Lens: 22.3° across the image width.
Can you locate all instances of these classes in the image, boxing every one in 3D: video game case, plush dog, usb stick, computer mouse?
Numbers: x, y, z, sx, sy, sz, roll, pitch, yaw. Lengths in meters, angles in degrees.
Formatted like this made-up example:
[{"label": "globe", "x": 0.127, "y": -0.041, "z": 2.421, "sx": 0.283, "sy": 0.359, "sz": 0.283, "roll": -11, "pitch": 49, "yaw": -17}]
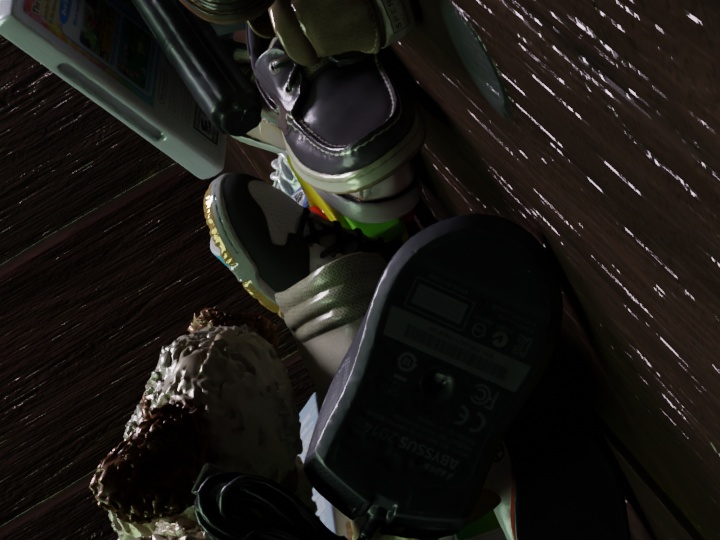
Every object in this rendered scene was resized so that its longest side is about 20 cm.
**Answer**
[{"label": "video game case", "x": -0.148, "y": -0.181, "z": 1.159, "sx": 0.182, "sy": 0.024, "sz": 0.201, "roll": 36, "pitch": -138, "yaw": -39}, {"label": "plush dog", "x": -0.072, "y": 0.113, "z": 0.942, "sx": 0.200, "sy": 0.160, "sz": 0.172, "roll": -71, "pitch": -19, "yaw": -60}, {"label": "usb stick", "x": -0.119, "y": -0.163, "z": 1.075, "sx": 0.200, "sy": 0.033, "sz": 0.055, "roll": 56, "pitch": -179, "yaw": 16}, {"label": "computer mouse", "x": 0.021, "y": 0.062, "z": 0.860, "sx": 0.138, "sy": 0.201, "sz": 0.053, "roll": 29, "pitch": -173, "yaw": -4}]

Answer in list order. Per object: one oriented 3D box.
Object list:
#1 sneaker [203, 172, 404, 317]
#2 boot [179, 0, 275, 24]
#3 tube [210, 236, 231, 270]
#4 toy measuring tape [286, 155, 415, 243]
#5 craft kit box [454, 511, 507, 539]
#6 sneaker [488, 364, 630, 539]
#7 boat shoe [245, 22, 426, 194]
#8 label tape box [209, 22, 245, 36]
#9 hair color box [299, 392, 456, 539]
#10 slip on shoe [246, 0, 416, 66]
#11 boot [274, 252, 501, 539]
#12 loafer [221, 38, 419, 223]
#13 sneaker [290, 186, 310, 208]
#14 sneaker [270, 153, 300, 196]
[{"label": "sneaker", "x": 0.000, "y": 0.000, "z": 1.072, "sx": 0.200, "sy": 0.088, "sz": 0.076, "roll": 41, "pitch": -145, "yaw": -20}, {"label": "boot", "x": -0.082, "y": -0.210, "z": 0.807, "sx": 0.097, "sy": 0.074, "sz": 0.201, "roll": 82, "pitch": 171, "yaw": -64}, {"label": "tube", "x": -0.016, "y": 0.031, "z": 1.196, "sx": 0.200, "sy": 0.050, "sz": 0.078, "roll": 46, "pitch": -158, "yaw": -30}, {"label": "toy measuring tape", "x": -0.022, "y": -0.060, "z": 1.166, "sx": 0.200, "sy": 0.073, "sz": 0.074, "roll": 52, "pitch": 172, "yaw": 29}, {"label": "craft kit box", "x": 0.085, "y": 0.163, "z": 1.194, "sx": 0.200, "sy": 0.048, "sz": 0.198, "roll": -99, "pitch": -13, "yaw": -66}, {"label": "sneaker", "x": 0.084, "y": 0.086, "z": 1.010, "sx": 0.202, "sy": 0.067, "sz": 0.108, "roll": 65, "pitch": 175, "yaw": -13}, {"label": "boat shoe", "x": -0.023, "y": -0.104, "z": 0.962, "sx": 0.065, "sy": 0.072, "sz": 0.200, "roll": 57, "pitch": -177, "yaw": -31}, {"label": "label tape box", "x": -0.104, "y": -0.222, "z": 1.110, "sx": 0.144, "sy": 0.066, "sz": 0.200, "roll": 57, "pitch": 173, "yaw": 25}, {"label": "hair color box", "x": 0.006, "y": 0.170, "z": 1.125, "sx": 0.099, "sy": 0.061, "sz": 0.200, "roll": 26, "pitch": -155, "yaw": -21}, {"label": "slip on shoe", "x": -0.033, "y": -0.142, "z": 0.886, "sx": 0.076, "sy": 0.060, "sz": 0.200, "roll": 63, "pitch": 174, "yaw": -29}, {"label": "boot", "x": 0.007, "y": 0.074, "z": 0.986, "sx": 0.155, "sy": 0.072, "sz": 0.200, "roll": 65, "pitch": 169, "yaw": 8}, {"label": "loafer", "x": -0.033, "y": -0.101, "z": 1.091, "sx": 0.200, "sy": 0.072, "sz": 0.063, "roll": 39, "pitch": 145, "yaw": 41}, {"label": "sneaker", "x": 0.001, "y": 0.002, "z": 1.262, "sx": 0.200, "sy": 0.078, "sz": 0.075, "roll": 64, "pitch": 176, "yaw": -37}, {"label": "sneaker", "x": -0.033, "y": -0.060, "z": 1.280, "sx": 0.073, "sy": 0.071, "sz": 0.200, "roll": 53, "pitch": 172, "yaw": 50}]
